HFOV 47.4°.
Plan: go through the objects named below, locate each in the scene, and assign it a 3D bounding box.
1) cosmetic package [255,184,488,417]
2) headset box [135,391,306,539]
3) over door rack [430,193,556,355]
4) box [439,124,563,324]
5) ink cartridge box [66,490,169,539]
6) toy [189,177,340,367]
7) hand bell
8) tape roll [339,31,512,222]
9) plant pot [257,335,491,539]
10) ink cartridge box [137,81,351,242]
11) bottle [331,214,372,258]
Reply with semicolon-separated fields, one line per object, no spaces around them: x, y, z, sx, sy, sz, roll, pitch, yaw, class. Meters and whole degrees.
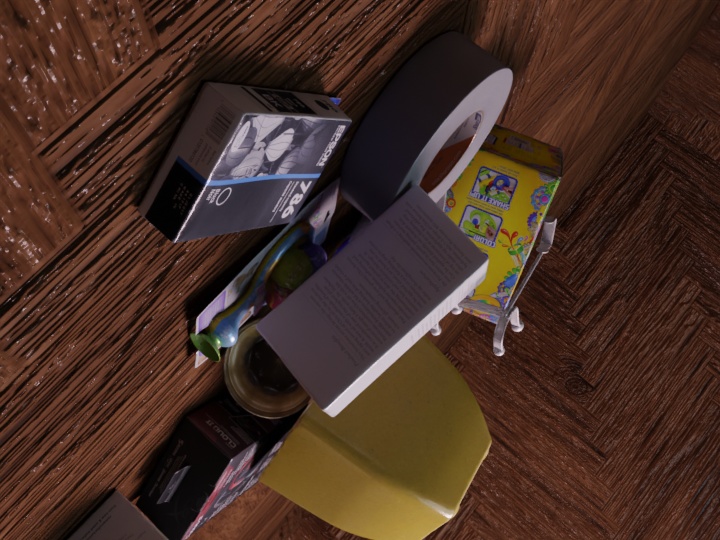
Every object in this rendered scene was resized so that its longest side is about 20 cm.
0.013;0.029;0.760;0.200;0.102;0.071;-41;165;-6;cosmetic package
-0.166;0.220;0.974;0.149;0.075;0.200;-57;166;24;headset box
0.113;0.003;0.871;0.200;0.146;0.067;-54;153;-44;over door rack
0.166;-0.069;1.045;0.200;0.121;0.195;-50;160;-68;box
-0.213;0.346;0.880;0.083;0.200;0.146;-44;166;-24;ink cartridge box
-0.076;0.013;0.778;0.200;0.047;0.115;-44;167;-28;toy
-0.082;0.093;0.939;0.105;0.104;0.200;-52;178;6;hand bell
0.066;-0.134;0.822;0.200;0.066;0.201;-47;166;-15;tape roll
0.032;0.198;0.949;0.195;0.199;0.196;-51;175;-38;plant pot
-0.066;-0.078;0.586;0.100;0.039;0.200;-57;167;21;ink cartridge box
0.000;0.000;0.884;0.201;0.065;0.084;-56;170;-43;bottle
